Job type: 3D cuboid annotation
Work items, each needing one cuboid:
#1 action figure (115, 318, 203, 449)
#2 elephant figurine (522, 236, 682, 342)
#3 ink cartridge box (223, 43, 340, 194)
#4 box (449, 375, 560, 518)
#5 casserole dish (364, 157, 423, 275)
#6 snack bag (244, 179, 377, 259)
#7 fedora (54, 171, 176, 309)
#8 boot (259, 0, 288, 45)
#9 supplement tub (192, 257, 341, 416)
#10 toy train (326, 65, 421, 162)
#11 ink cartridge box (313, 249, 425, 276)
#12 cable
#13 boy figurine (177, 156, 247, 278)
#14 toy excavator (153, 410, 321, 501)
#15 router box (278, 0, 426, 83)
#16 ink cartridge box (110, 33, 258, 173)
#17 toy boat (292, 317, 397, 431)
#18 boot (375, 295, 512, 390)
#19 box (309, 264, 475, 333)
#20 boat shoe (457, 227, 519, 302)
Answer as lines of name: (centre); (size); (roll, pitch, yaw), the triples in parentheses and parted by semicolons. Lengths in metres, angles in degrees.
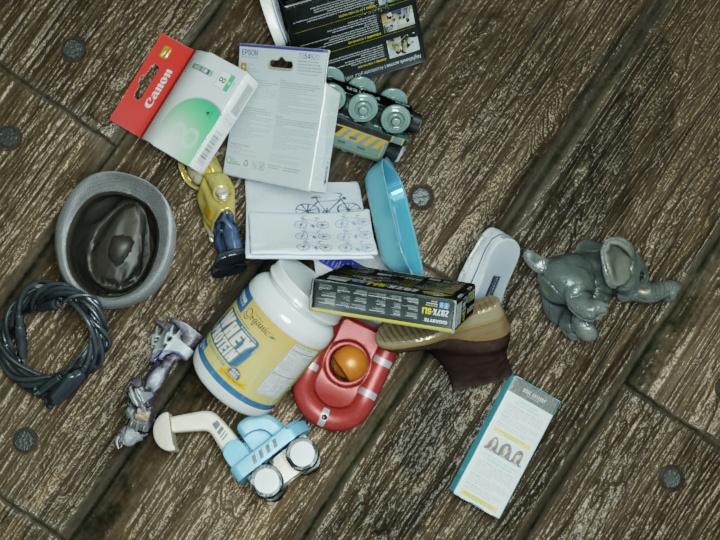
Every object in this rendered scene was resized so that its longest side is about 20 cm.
action figure: (-0.307, 0.169, 1.554); (0.069, 0.130, 0.201); (30, 68, -15)
elephant figurine: (0.373, 0.006, 1.626); (0.199, 0.156, 0.141); (-35, 46, -16)
ink cartridge box: (-0.114, -0.224, 1.556); (0.040, 0.199, 0.202); (1, 101, -47)
box: (0.218, 0.266, 1.620); (0.082, 0.049, 0.201); (30, 84, -2)
casserole dish: (0.048, -0.071, 1.589); (0.039, 0.121, 0.201); (-18, 69, 15)
snack bag: (-0.076, -0.080, 1.568); (0.187, 0.201, 0.022); (0, 128, -6)
fedora: (-0.356, -0.044, 1.576); (0.175, 0.090, 0.202); (10, 93, -2)
boot: (-0.116, -0.447, 1.631); (0.090, 0.073, 0.202); (-15, 87, 0)
supplement tub: (-0.130, 0.094, 1.533); (0.144, 0.145, 0.200); (40, 103, -1)
toy train: (-0.010, -0.229, 1.607); (0.199, 0.085, 0.114); (16, 123, -16)
ink cartridge box: (0.000, 0.000, 1.603); (0.199, 0.037, 0.095); (31, 41, -3)
cable: (-0.446, 0.094, 1.555); (0.163, 0.051, 0.200); (49, 114, 13)
boy figurine: (-0.216, -0.096, 1.578); (0.064, 0.124, 0.201); (-13, 70, -22)
toy excavator: (-0.180, 0.255, 1.578); (0.194, 0.100, 0.200); (-36, 76, -8)
router box: (-0.010, -0.363, 1.610); (0.199, 0.051, 0.150); (-17, 123, -6)
ink cartridge box: (-0.272, -0.256, 1.576); (0.199, 0.050, 0.162); (31, 87, 21)
toy boat: (-0.020, 0.139, 1.569); (0.130, 0.131, 0.201); (25, 84, -2)
boot: (0.129, 0.125, 1.577); (0.198, 0.073, 0.167); (-14, 132, -2)
box: (0.048, 0.036, 1.459); (0.198, 0.160, 0.050); (8, 101, 14)
boat shoe: (0.177, 0.030, 1.626); (0.073, 0.065, 0.201); (20, 105, -31)
